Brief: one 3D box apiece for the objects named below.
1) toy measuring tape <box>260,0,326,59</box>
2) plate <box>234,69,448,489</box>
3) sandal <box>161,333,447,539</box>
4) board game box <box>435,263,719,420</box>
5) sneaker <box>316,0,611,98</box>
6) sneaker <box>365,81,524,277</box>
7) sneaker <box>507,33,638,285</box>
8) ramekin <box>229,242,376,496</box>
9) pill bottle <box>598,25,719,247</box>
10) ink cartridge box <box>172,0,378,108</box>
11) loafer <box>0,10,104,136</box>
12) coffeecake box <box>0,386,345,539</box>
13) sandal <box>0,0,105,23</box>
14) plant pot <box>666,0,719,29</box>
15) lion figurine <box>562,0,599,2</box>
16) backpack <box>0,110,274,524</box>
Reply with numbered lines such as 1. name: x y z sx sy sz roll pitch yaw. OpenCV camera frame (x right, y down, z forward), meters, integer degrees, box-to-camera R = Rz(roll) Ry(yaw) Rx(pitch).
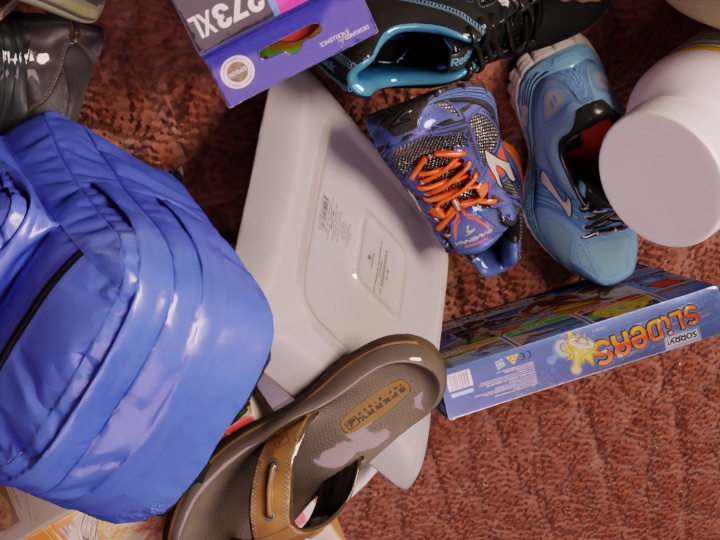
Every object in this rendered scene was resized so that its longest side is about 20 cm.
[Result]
1. toy measuring tape: -0.025 -0.188 0.845 0.073 0.074 0.200 22 117 -35
2. plate: 0.000 0.000 0.931 0.032 0.201 0.200 -13 141 31
3. sandal: -0.028 0.116 0.864 0.199 0.055 0.082 -36 132 4
4. board game box: 0.131 0.044 1.063 0.198 0.135 0.035 -16 100 -9
5. sneaker: 0.065 -0.140 0.913 0.198 0.082 0.074 -14 129 -14
6. sneaker: 0.064 -0.053 0.940 0.075 0.079 0.200 -20 158 18
7. sneaker: 0.148 -0.054 1.015 0.078 0.090 0.201 -25 135 -1
8. ramekin: -0.080 0.076 1.015 0.198 0.105 0.201 -12 131 -13
9. pill bottle: 0.233 -0.095 0.946 0.200 0.112 0.113 -36 144 -39
10. ink cartridge box: -0.065 -0.180 0.783 0.094 0.037 0.201 -26 123 0
11. loafer: -0.185 -0.053 0.886 0.072 0.073 0.201 -6 131 -23
12. coffeecake box: -0.129 0.155 0.938 0.199 0.073 0.154 -29 132 1
13. sandal: -0.230 -0.150 0.784 0.199 0.080 0.058 5 122 -15
14. plant pot: 0.231 -0.210 0.875 0.199 0.202 0.134 17 155 -33
15. lion figurine: 0.121 -0.220 0.815 0.122 0.200 0.073 40 67 -3
16. backpack: -0.153 0.028 0.782 0.167 0.200 0.163 21 106 -41
